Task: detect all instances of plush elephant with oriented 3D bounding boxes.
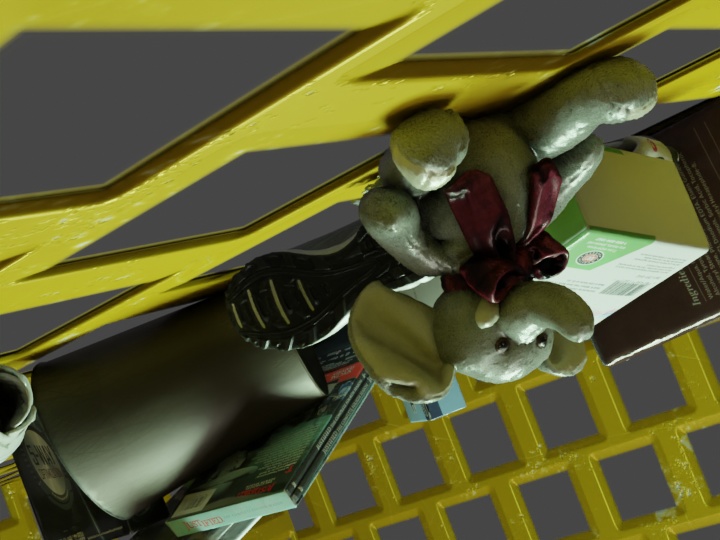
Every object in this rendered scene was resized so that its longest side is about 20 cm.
[{"bbox_3d":[0.075,-0.005,0.743,0.164,0.155,0.200,-18,173,-31],"label":"plush elephant"}]

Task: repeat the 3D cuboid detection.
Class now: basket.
[{"bbox_3d":[-0.139,0.097,1.076,0.199,0.136,0.180,-27,149,4],"label":"basket"}]

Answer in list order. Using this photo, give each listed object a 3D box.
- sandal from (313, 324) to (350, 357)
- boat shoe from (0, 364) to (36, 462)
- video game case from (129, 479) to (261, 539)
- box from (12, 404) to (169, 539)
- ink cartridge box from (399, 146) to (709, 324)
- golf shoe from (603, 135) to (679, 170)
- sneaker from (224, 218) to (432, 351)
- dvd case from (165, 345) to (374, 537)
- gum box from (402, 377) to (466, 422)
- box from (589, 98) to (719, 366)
[{"bbox_3d":[0.006,0.052,1.211,0.200,0.043,0.076,-35,150,27],"label":"sandal"},{"bbox_3d":[-0.263,0.096,0.926,0.065,0.072,0.200,-17,166,1],"label":"boat shoe"},{"bbox_3d":[-0.122,0.200,1.165,0.182,0.023,0.200,-44,-168,-18],"label":"video game case"},{"bbox_3d":[-0.268,0.182,1.248,0.043,0.161,0.200,-18,175,-38],"label":"box"},{"bbox_3d":[0.139,-0.007,1.007,0.144,0.084,0.200,6,147,-40],"label":"ink cartridge box"},{"bbox_3d":[0.165,-0.063,1.089,0.200,0.077,0.088,-26,153,24],"label":"golf shoe"},{"bbox_3d":[-0.008,0.002,0.959,0.200,0.074,0.079,-23,179,19],"label":"sneaker"},{"bbox_3d":[-0.065,0.137,1.103,0.146,0.022,0.200,-22,-159,38],"label":"dvd case"},{"bbox_3d":[0.054,0.080,1.436,0.044,0.171,0.200,-20,174,-5],"label":"gum box"},{"bbox_3d":[0.291,-0.034,1.176,0.200,0.165,0.166,-28,171,23],"label":"box"}]
